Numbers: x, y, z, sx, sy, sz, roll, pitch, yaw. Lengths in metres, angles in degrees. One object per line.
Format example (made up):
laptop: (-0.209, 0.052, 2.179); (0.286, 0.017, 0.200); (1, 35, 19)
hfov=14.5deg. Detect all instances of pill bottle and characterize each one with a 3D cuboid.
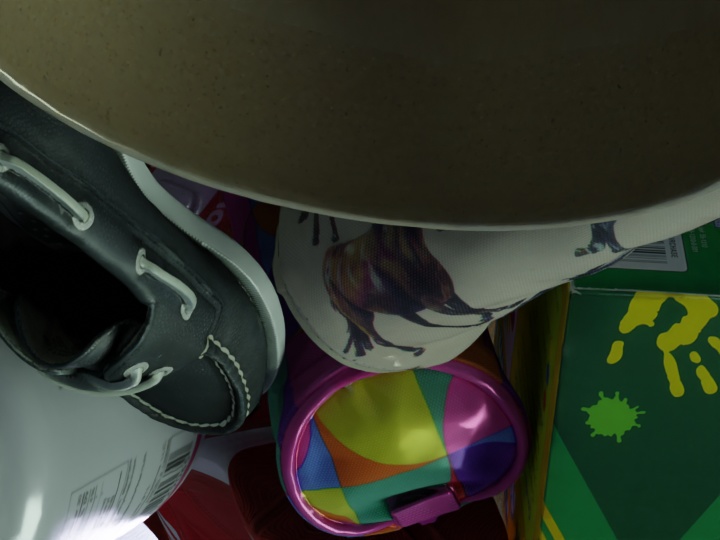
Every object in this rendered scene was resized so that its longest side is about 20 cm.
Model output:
pill bottle: (-0.129, 0.049, 0.867); (0.113, 0.113, 0.200); (-50, 173, 16)

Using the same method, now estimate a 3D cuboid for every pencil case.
pencil case: (0.069, -0.038, 0.756); (0.200, 0.078, 0.089); (-26, 180, 39)
pencil case: (0.000, 0.000, 0.935); (0.088, 0.088, 0.200); (-51, -152, 26)

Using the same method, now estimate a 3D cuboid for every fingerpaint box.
fingerpaint box: (0.089, 0.023, 0.935); (0.200, 0.073, 0.167); (-90, -176, -58)

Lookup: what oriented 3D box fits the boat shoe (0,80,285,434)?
boat shoe: (-0.080, 0.000, 0.787); (0.200, 0.075, 0.060); (54, 41, -48)

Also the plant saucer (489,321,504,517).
plant saucer: (0.035, 0.041, 1.069); (0.200, 0.032, 0.201); (3, 90, -78)

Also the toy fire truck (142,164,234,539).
toy fire truck: (-0.082, 0.016, 1.085); (0.200, 0.112, 0.168); (-49, 149, 9)

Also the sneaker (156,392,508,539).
sneaker: (-0.010, 0.092, 0.992); (0.078, 0.200, 0.116); (-39, 136, -16)

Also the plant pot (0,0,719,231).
plant pot: (0.009, -0.112, 0.645); (0.200, 0.200, 0.135); (117, -16, -66)
